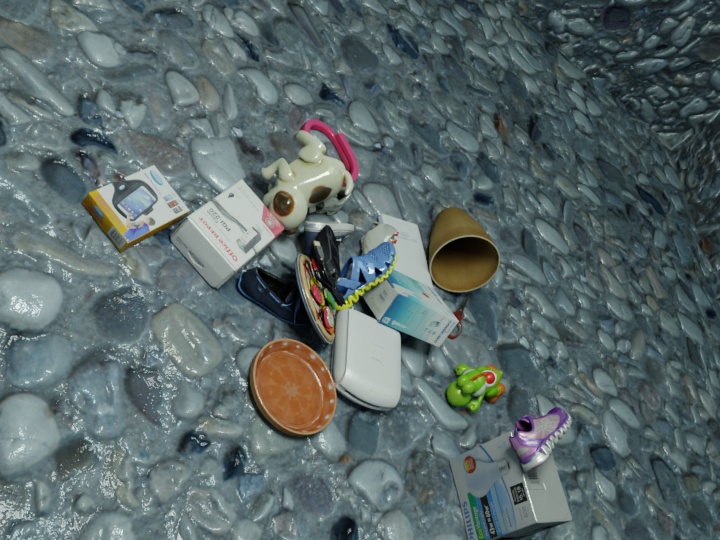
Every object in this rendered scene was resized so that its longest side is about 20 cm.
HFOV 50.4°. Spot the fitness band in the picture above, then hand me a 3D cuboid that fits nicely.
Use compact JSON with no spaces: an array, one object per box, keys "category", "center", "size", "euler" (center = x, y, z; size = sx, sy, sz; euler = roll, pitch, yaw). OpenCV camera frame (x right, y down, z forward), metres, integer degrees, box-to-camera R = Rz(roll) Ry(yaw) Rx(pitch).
[{"category":"fitness band","center":[-0.080,-0.303,1.970],"size":[0.143,0.037,0.201],"euler":[-12,70,-49]}]

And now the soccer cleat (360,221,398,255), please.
[{"category":"soccer cleat","center":[0.026,-0.045,1.870],"size":[0.077,0.070,0.200],"euler":[23,46,11]}]

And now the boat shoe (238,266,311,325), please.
[{"category":"boat shoe","center":[-0.159,0.057,1.590],"size":[0.199,0.069,0.085],"euler":[25,45,-35]}]

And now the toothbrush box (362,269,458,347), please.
[{"category":"toothbrush box","center":[0.111,0.080,1.789],"size":[0.199,0.085,0.147],"euler":[26,18,-33]}]

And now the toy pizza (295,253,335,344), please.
[{"category":"toy pizza","center":[-0.086,0.057,1.608],"size":[0.200,0.032,0.201],"euler":[-20,90,-83]}]

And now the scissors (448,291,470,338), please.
[{"category":"scissors","center":[0.265,0.118,2.023],"size":[0.073,0.014,0.200],"euler":[54,37,4]}]

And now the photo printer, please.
[{"category":"photo printer","center":[0.013,0.199,1.659],"size":[0.166,0.069,0.201],"euler":[28,45,-28]}]

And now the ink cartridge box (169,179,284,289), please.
[{"category":"ink cartridge box","center":[-0.271,-0.078,1.570],"size":[0.146,0.085,0.200],"euler":[48,40,-5]}]

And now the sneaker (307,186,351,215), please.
[{"category":"sneaker","center":[-0.104,-0.176,1.811],"size":[0.199,0.088,0.074],"euler":[-13,73,-47]}]

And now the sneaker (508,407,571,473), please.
[{"category":"sneaker","center":[0.372,0.332,1.602],"size":[0.089,0.081,0.200],"euler":[48,40,8]}]

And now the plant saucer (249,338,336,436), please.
[{"category":"plant saucer","center":[-0.135,0.233,1.516],"size":[0.200,0.032,0.201],"euler":[25,47,-30]}]

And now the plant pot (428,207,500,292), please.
[{"category":"plant pot","center":[0.262,-0.076,2.053],"size":[0.186,0.186,0.201],"euler":[30,30,-26]}]

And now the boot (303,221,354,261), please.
[{"category":"boot","center":[-0.077,-0.067,1.783],"size":[0.200,0.072,0.091],"euler":[-6,102,-63]}]

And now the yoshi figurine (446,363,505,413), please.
[{"category":"yoshi figurine","center":[0.270,0.284,1.859],"size":[0.200,0.112,0.113],"euler":[9,95,-58]}]

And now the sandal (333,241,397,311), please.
[{"category":"sandal","center":[0.000,0.000,1.710],"size":[0.200,0.079,0.087],"euler":[-43,125,-18]}]

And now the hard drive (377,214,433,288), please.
[{"category":"hard drive","center":[0.116,-0.043,1.981],"size":[0.131,0.025,0.201],"euler":[14,52,-38]}]

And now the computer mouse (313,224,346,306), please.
[{"category":"computer mouse","center":[-0.082,-0.028,1.614],"size":[0.141,0.046,0.201],"euler":[59,17,-51]}]

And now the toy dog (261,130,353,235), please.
[{"category":"toy dog","center":[-0.133,-0.172,1.692],"size":[0.193,0.140,0.200],"euler":[34,64,13]}]

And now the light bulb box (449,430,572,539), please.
[{"category":"light bulb box","center":[0.320,0.474,1.658],"size":[0.124,0.200,0.199],"euler":[12,53,-37]}]

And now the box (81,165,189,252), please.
[{"category":"box","center":[-0.425,-0.128,1.487],"size":[0.119,0.041,0.200],"euler":[52,41,-2]}]
